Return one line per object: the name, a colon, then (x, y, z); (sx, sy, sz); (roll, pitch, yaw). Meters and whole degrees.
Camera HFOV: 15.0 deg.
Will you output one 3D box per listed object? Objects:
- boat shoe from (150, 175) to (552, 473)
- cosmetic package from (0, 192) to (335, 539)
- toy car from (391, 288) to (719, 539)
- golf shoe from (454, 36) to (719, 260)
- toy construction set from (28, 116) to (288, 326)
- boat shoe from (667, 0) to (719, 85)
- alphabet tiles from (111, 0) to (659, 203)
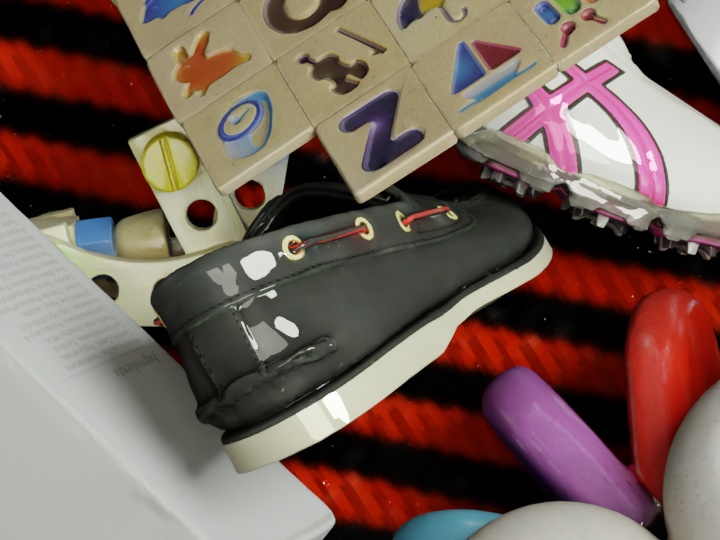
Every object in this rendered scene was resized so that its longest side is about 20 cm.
boat shoe: (0.002, -0.001, 0.812); (0.073, 0.201, 0.063); (-28, 92, 25)
cosmetic package: (-0.117, 0.047, 0.809); (0.200, 0.074, 0.102); (42, 113, 12)
toy car: (0.095, 0.083, 0.852); (0.199, 0.175, 0.150); (-32, 59, 3)
golf shoe: (0.052, -0.072, 0.864); (0.199, 0.073, 0.092); (27, 94, -1)
toy construction set: (-0.060, 0.052, 0.876); (0.130, 0.092, 0.201); (-15, 86, 1)
boat shoe: (0.179, -0.025, 0.868); (0.065, 0.074, 0.200); (-36, 96, 7)
alphabet tiles: (0.005, -0.107, 0.819); (0.166, 0.200, 0.006); (-34, 135, 3)
